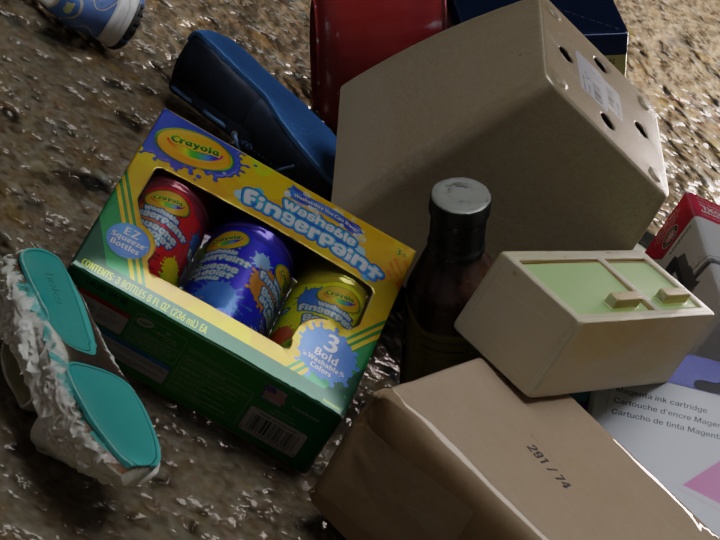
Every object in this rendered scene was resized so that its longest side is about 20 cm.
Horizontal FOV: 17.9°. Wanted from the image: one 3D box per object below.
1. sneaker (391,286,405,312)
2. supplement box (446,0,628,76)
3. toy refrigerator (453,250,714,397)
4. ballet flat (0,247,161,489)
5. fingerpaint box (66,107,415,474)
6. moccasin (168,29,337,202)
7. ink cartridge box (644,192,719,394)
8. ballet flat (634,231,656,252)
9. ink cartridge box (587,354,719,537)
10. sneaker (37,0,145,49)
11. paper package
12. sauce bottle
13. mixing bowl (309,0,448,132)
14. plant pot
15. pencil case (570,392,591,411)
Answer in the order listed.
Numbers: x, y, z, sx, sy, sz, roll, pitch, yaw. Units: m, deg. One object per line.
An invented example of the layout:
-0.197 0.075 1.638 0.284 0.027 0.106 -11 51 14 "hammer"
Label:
-0.001 0.003 1.658 0.104 0.060 0.200 10 27 -5 "sneaker"
0.136 -0.149 1.926 0.134 0.201 0.200 -2 31 -5 "supplement box"
0.155 0.031 1.537 0.076 0.070 0.200 43 22 26 "toy refrigerator"
-0.174 0.070 1.350 0.072 0.072 0.200 12 33 -37 "ballet flat"
-0.083 0.010 1.497 0.199 0.073 0.167 30 45 -4 "fingerpaint box"
-0.076 -0.109 1.811 0.080 0.068 0.200 11 32 -54 "moccasin"
0.269 0.052 1.809 0.083 0.146 0.200 26 24 -14 "ink cartridge box"
0.208 -0.014 1.977 0.200 0.068 0.068 33 32 29 "ballet flat"
0.252 0.134 1.599 0.195 0.043 0.201 13 53 3 "ink cartridge box"
-0.246 -0.264 1.892 0.077 0.076 0.200 16 27 -41 "sneaker"
0.101 0.157 1.443 0.200 0.104 0.190 44 26 17 "paper package"
0.061 0.027 1.543 0.066 0.201 0.066 3 37 -2 "sauce bottle"
0.013 -0.185 1.951 0.108 0.201 0.200 -3 30 -4 "mixing bowl"
0.113 -0.077 1.667 0.200 0.177 0.200 43 25 -22 "plant pot"
0.212 0.124 1.680 0.200 0.085 0.092 43 43 22 "pencil case"
